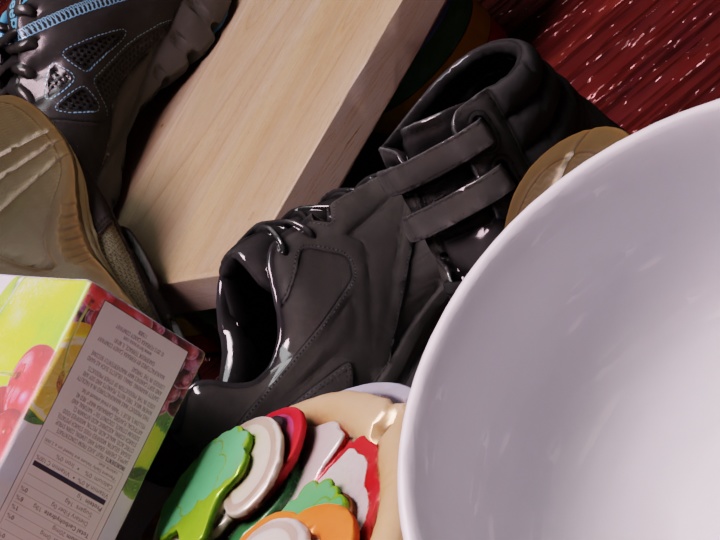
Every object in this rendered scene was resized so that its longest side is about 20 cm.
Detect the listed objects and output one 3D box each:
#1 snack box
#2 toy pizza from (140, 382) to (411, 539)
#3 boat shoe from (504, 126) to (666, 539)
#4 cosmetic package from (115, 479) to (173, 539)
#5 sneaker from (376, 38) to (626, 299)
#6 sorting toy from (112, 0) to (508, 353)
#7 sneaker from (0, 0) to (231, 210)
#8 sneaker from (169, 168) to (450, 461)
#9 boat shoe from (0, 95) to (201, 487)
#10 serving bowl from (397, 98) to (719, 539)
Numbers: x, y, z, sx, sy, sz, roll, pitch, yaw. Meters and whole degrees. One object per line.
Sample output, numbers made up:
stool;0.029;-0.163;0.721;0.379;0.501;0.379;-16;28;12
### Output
snack box;-0.146;0.072;0.803;0.200;0.053;0.143;3;63;57
toy pizza;-0.051;0.109;0.708;0.200;0.032;0.200;-43;20;20
boat shoe;0.077;0.058;0.695;0.073;0.065;0.201;-18;57;46
cosmetic package;-0.179;0.116;0.919;0.199;0.052;0.151;18;60;21
sneaker;0.041;0.008;0.784;0.071;0.099;0.201;-26;34;37
sorting toy;-0.033;-0.049;1.025;0.198;0.070;0.200;-9;45;54
sneaker;-0.133;-0.071;1.040;0.073;0.082;0.201;-13;44;49
sneaker;0.000;0.000;0.867;0.076;0.091;0.200;-36;23;55
boat shoe;-0.113;0.011;0.929;0.072;0.066;0.201;-36;45;1
serving bowl;0.112;0.050;0.598;0.199;0.066;0.201;-11;51;14
